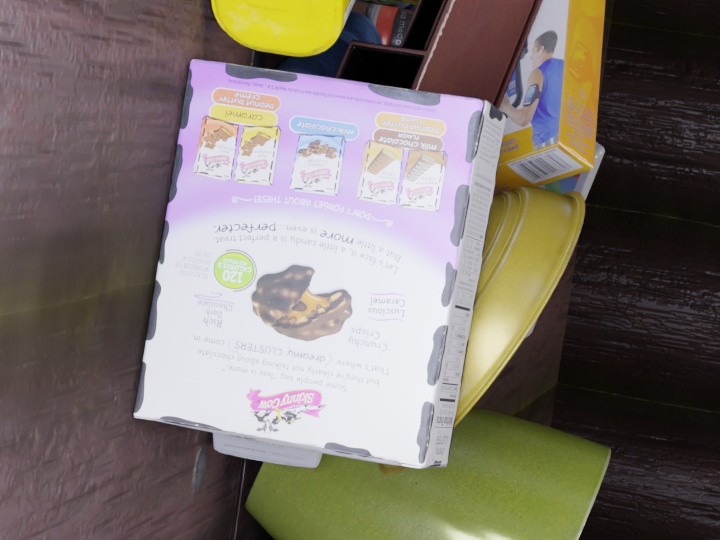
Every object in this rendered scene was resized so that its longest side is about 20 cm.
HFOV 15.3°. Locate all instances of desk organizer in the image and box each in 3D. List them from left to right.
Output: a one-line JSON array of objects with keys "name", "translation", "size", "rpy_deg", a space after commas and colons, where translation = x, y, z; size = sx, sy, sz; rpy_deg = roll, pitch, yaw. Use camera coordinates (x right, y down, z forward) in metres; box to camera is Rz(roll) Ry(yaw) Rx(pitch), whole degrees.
[{"name": "desk organizer", "translation": [0.050, -0.146, 1.639], "size": [0.077, 0.071, 0.201], "rpy_deg": [36, 72, -47]}]

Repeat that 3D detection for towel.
[{"name": "towel", "translation": [-0.021, -0.098, 1.735], "size": [0.200, 0.048, 0.112], "rpy_deg": [-52, 148, -70]}]

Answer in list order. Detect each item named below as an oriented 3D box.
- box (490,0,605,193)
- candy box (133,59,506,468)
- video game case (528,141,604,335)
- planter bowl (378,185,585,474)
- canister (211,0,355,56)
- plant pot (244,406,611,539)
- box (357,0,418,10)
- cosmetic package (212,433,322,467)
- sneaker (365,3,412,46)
[{"name": "box", "translation": [0.096, -0.142, 1.685], "size": [0.041, 0.119, 0.201], "rpy_deg": [29, 55, -40]}, {"name": "candy box", "translation": [-0.022, -0.003, 1.468], "size": [0.072, 0.167, 0.201], "rpy_deg": [13, 86, -77]}, {"name": "video game case", "translation": [0.099, -0.056, 2.067], "size": [0.017, 0.143, 0.201], "rpy_deg": [-37, 155, -43]}, {"name": "planter bowl", "translation": [0.039, 0.013, 1.567], "size": [0.201, 0.083, 0.200], "rpy_deg": [-52, -170, 13]}, {"name": "canister", "translation": [-0.022, -0.234, 1.510], "size": [0.200, 0.086, 0.149], "rpy_deg": [-68, 164, -46]}, {"name": "plant pot", "translation": [0.033, 0.156, 1.744], "size": [0.187, 0.199, 0.188], "rpy_deg": [26, 90, -87]}, {"name": "box", "translation": [0.008, -0.212, 1.730], "size": [0.200, 0.070, 0.065], "rpy_deg": [4, 96, -80]}, {"name": "cosmetic package", "translation": [-0.049, 0.013, 1.616], "size": [0.102, 0.074, 0.201], "rpy_deg": [-69, 163, -47]}, {"name": "sneaker", "translation": [0.037, -0.123, 1.912], "size": [0.200, 0.081, 0.077], "rpy_deg": [92, 9, -73]}]
